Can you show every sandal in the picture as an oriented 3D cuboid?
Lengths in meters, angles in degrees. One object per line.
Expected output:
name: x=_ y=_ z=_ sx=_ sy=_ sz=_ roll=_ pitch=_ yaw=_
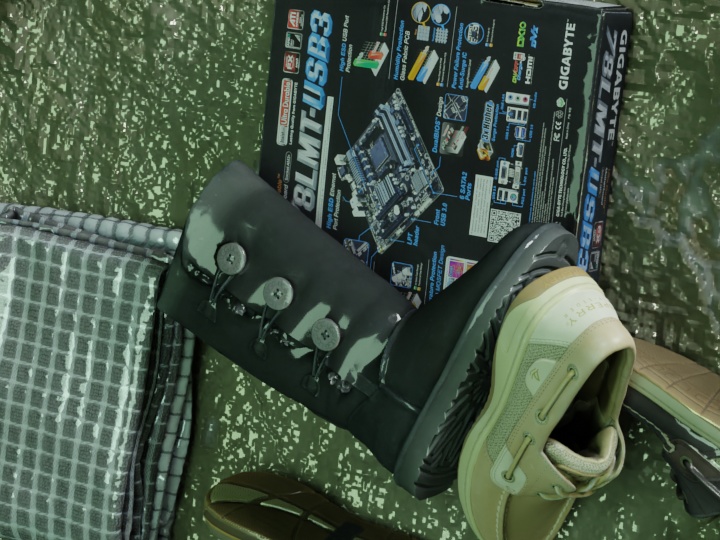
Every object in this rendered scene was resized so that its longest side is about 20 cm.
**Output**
sandal: x=-0.006 y=0.179 z=1.383 sx=0.199 sy=0.080 sz=0.054 roll=26 pitch=121 yaw=25

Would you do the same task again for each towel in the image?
towel: x=-0.184 y=0.065 z=1.456 sx=0.165 sy=0.085 sz=0.201 roll=12 pitch=100 yaw=25

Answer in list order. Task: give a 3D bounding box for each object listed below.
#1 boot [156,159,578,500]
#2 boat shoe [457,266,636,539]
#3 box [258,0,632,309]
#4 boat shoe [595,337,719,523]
boot: x=-0.001 y=0.001 z=1.322 sx=0.200 sy=0.066 sz=0.165 roll=37 pitch=101 yaw=29
boat shoe: x=0.101 y=0.089 z=1.277 sx=0.065 sy=0.072 sz=0.201 roll=48 pitch=145 yaw=34
box: x=0.039 y=-0.058 z=1.349 sx=0.197 sy=0.050 sz=0.201 roll=10 pitch=100 yaw=27
boat shoe: x=0.192 y=0.103 z=1.272 sx=0.199 sy=0.072 sz=0.065 roll=33 pitch=110 yaw=20
